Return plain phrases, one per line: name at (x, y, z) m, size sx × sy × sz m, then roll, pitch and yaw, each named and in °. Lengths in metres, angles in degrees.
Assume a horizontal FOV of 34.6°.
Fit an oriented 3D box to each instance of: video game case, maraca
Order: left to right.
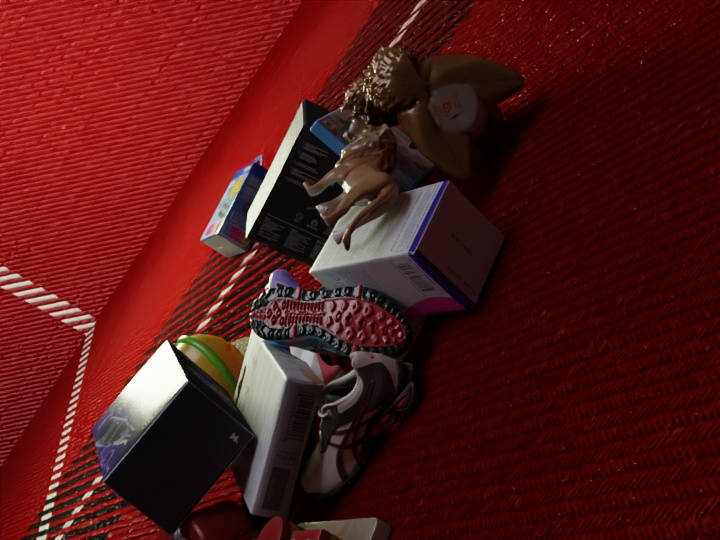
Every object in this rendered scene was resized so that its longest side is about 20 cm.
maraca at (-0.202, 0.169, 1.616) m, size 0.107 × 0.202 × 0.136 m, roll -39°, pitch 50°, yaw -25°
video game case at (0.023, -0.157, 1.474) m, size 0.018 × 0.143 × 0.200 m, roll -50°, pitch -2°, yaw 23°

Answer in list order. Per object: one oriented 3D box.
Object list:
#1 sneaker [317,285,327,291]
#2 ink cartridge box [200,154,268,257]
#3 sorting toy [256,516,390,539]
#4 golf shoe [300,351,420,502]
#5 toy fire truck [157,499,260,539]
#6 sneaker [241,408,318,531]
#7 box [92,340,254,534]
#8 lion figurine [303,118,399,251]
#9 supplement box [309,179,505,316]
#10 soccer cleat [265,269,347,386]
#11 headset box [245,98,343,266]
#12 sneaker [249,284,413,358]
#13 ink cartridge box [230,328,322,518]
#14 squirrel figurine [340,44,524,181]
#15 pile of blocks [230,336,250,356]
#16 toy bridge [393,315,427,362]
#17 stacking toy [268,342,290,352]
sneaker at (0.001, 0.001, 1.420) m, size 0.205 × 0.076 × 0.146 m, roll -66°, pitch -8°, yaw 17°
ink cartridge box at (-0.236, -0.135, 2.346) m, size 0.202 × 0.076 × 0.136 m, roll -63°, pitch 18°, yaw -16°
sorting toy at (-0.075, 0.341, 1.174) m, size 0.198 × 0.069 × 0.202 m, roll -26°, pitch 38°, yaw 60°
golf shoe at (-0.020, 0.167, 1.272) m, size 0.201 × 0.087 × 0.078 m, roll -54°, pitch 25°, yaw 21°
toy fire truck at (-0.181, 0.296, 1.349) m, size 0.176 × 0.127 × 0.203 m, roll -34°, pitch 73°, yaw 52°
sneaker at (-0.083, 0.233, 1.391) m, size 0.071 × 0.082 × 0.203 m, roll 16°, pitch 96°, yaw 39°
box at (-0.223, 0.188, 1.345) m, size 0.148 × 0.104 × 0.200 m, roll -49°, pitch 19°, yaw -5°
lion figurine at (0.006, -0.095, 1.290) m, size 0.121 × 0.073 × 0.201 m, roll -30°, pitch 33°, yaw 1°
supplement box at (0.049, -0.016, 1.292) m, size 0.199 × 0.101 × 0.104 m, roll -11°, pitch 44°, yaw 52°
soccer cleat at (-0.070, 0.075, 1.516) m, size 0.076 × 0.067 × 0.202 m, roll -31°, pitch 53°, yaw 19°
headset box at (-0.039, -0.111, 1.580) m, size 0.202 × 0.172 × 0.093 m, roll -61°, pitch 16°, yaw 25°
sneaker at (-0.023, 0.060, 1.322) m, size 0.197 × 0.095 × 0.081 m, roll 9°, pitch 80°, yaw 26°
ink cartridge box at (-0.107, 0.170, 1.336) m, size 0.200 × 0.049 × 0.165 m, roll -134°, pitch 58°, yaw -70°
squirrel figurine at (0.082, -0.206, 1.425) m, size 0.187 × 0.197 × 0.143 m, roll -110°, pitch 43°, yaw -83°
pile of blocks at (-0.156, 0.144, 1.745) m, size 0.200 × 0.081 × 0.063 m, roll -136°, pitch 34°, yaw -81°
toy bridge at (0.058, 0.043, 1.356) m, size 0.067 × 0.027 × 0.202 m, roll -26°, pitch 37°, yaw 55°
stacking toy at (-0.113, 0.150, 1.576) m, size 0.085 × 0.085 × 0.202 m, roll -33°, pitch 37°, yaw 53°
